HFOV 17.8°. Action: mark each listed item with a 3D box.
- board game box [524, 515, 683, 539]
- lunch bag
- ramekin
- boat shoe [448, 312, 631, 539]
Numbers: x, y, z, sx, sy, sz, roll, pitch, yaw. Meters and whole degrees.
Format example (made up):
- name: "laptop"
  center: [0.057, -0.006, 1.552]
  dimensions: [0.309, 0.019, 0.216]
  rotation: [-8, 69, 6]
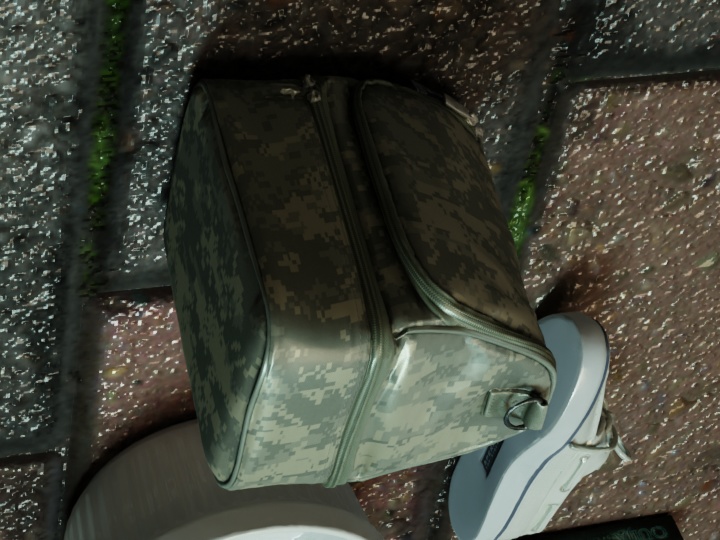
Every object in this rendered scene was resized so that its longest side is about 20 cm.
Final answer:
- name: "board game box"
  center: [0.140, 0.254, 1.610]
  dimensions: [0.134, 0.028, 0.201]
  rotation: [-8, 137, -18]
- name: "lunch bag"
  center: [0.000, 0.000, 1.152]
  dimensions: [0.166, 0.201, 0.140]
  rotation: [0, 137, -19]
- name: "ramekin"
  center: [-0.084, 0.177, 1.368]
  dimensions: [0.198, 0.106, 0.201]
  rotation: [-13, 139, -11]
- name: "boat shoe"
  center: [0.127, 0.100, 1.406]
  dimensions: [0.085, 0.075, 0.203]
  rotation: [0, 136, -24]
